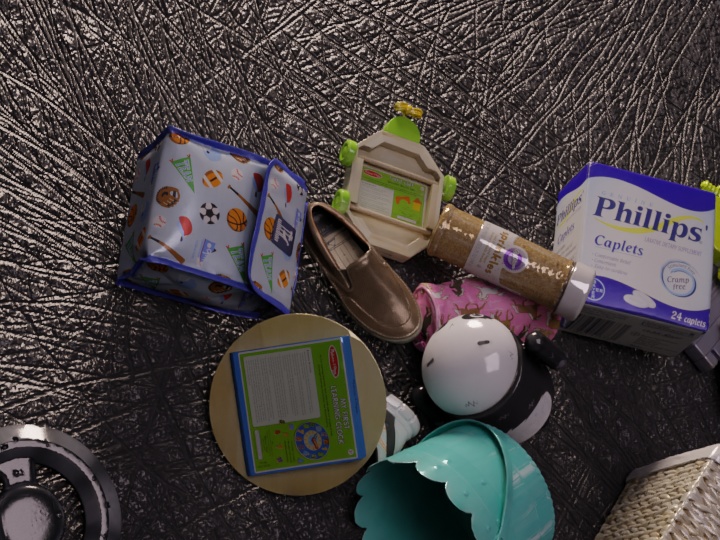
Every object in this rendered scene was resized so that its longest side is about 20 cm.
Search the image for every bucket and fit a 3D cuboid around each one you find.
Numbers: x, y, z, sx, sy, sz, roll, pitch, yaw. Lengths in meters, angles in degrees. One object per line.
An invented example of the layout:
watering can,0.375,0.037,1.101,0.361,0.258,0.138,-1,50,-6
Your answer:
bucket,0.107,0.273,1.650,0.134,0.207,0.209,-25,84,-39

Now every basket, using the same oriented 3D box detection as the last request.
basket,0.406,0.341,1.776,0.198,0.200,0.161,44,60,-5

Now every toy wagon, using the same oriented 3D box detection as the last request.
toy wagon,0.044,-0.112,1.852,0.154,0.040,0.202,18,64,-21

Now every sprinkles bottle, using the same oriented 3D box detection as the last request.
sprinkles bottle,0.180,-0.010,1.790,0.198,0.068,0.069,24,60,5

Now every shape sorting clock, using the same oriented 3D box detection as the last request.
shape sorting clock,-0.069,0.149,1.658,0.198,0.039,0.202,0,91,-1

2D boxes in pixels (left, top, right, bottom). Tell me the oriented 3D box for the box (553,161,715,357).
box,0.348,-0.014,1.913,0.182,0.105,0.202,13,65,-10

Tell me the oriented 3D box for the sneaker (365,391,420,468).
sneaker,-0.024,0.147,1.701,0.200,0.074,0.080,40,65,-6

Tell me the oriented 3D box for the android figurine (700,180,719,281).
android figurine,0.534,-0.045,2.042,0.199,0.041,0.183,36,60,-13

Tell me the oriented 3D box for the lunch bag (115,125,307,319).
lunch bag,-0.155,-0.047,1.678,0.198,0.124,0.172,19,67,-26

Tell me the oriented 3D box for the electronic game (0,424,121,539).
electronic game,-0.339,0.257,1.515,0.198,0.042,0.202,9,69,-25

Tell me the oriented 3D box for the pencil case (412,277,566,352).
pencil case,0.152,0.055,1.821,0.198,0.083,0.087,-2,44,-28

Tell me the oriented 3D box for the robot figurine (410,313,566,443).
robot figurine,0.151,0.129,1.738,0.151,0.124,0.200,-58,141,-7

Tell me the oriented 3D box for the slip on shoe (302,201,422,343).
slip on shoe,0.000,0.000,1.752,0.076,0.061,0.201,-34,79,-14

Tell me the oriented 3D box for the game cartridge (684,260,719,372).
game cartridge,0.480,0.028,2.028,0.130,0.038,0.200,47,58,1
